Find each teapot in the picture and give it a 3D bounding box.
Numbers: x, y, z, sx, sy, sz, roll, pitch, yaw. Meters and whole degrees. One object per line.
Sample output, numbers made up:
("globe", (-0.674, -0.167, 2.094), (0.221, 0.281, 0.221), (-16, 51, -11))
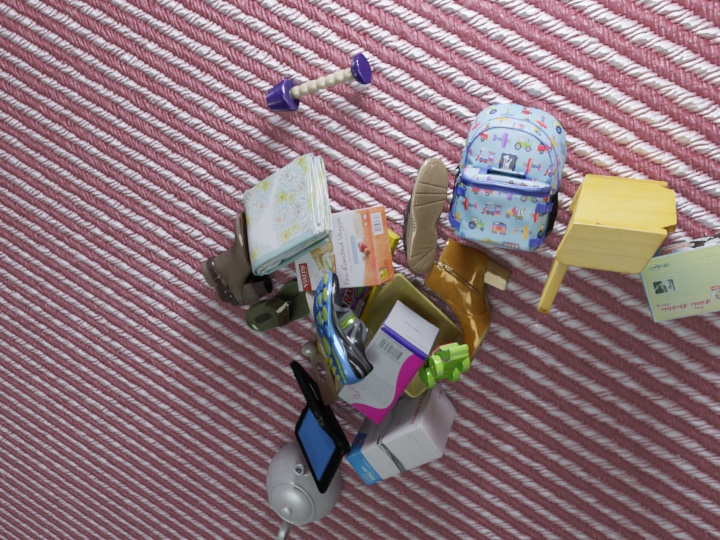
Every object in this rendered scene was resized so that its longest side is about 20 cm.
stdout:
("teapot", (-0.144, 0.508, 1.663), (0.194, 0.146, 0.203), (-20, 108, 31))

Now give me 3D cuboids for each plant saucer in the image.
("plant saucer", (0.096, 0.121, 1.417), (0.199, 0.049, 0.200), (42, 125, -1))

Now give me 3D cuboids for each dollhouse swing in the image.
("dollhouse swing", (0.379, -0.027, 1.124), (0.177, 0.200, 0.180), (8, 118, 19))

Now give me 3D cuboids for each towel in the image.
("towel", (-0.137, -0.104, 1.353), (0.197, 0.048, 0.176), (-25, 62, 31))

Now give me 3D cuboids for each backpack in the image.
("backpack", (0.238, -0.154, 1.163), (0.178, 0.135, 0.205), (16, 118, 14))

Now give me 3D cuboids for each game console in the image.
("game console", (-0.109, 0.321, 1.502), (0.115, 0.201, 0.177), (-36, 129, 0))

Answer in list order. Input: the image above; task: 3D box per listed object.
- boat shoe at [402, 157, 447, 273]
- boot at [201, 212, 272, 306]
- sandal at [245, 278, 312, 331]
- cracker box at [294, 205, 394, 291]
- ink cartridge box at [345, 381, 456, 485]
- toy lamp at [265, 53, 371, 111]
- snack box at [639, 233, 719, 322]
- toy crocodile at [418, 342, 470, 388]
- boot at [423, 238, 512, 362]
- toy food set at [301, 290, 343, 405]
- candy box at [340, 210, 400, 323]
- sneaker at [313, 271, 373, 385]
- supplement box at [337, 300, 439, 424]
("boat shoe", (0.107, -0.101, 1.287), (0.070, 0.065, 0.206), (-4, 109, -24))
("boot", (-0.266, -0.016, 1.493), (0.143, 0.070, 0.205), (-4, 114, 27))
("sandal", (-0.169, 0.087, 1.509), (0.199, 0.057, 0.081), (-31, 101, 33))
("cracker box", (-0.038, -0.038, 1.346), (0.196, 0.057, 0.138), (-6, 96, 38))
("ink cartridge box", (0.084, 0.330, 1.470), (0.198, 0.147, 0.087), (-29, 104, 33))
("toy lamp", (-0.078, -0.321, 1.260), (0.195, 0.058, 0.059), (-13, 110, 28))
("snack box", (0.557, 0.008, 1.163), (0.196, 0.037, 0.119), (-14, 109, 29))
("toy crocodile", (0.149, 0.166, 1.305), (0.201, 0.066, 0.063), (107, 149, -68))
("boot", (0.177, 0.057, 1.319), (0.141, 0.071, 0.206), (23, 101, 12))
("toy food set", (-0.081, 0.155, 1.424), (0.059, 0.146, 0.202), (-13, 146, -11))
("candy box", (0.000, 0.000, 1.378), (0.101, 0.026, 0.204), (36, 119, 29))
("sneaker", (-0.030, 0.102, 1.307), (0.071, 0.081, 0.205), (-35, 71, 58))
("supplement box", (0.052, 0.176, 1.375), (0.100, 0.104, 0.202), (33, 123, 3))
